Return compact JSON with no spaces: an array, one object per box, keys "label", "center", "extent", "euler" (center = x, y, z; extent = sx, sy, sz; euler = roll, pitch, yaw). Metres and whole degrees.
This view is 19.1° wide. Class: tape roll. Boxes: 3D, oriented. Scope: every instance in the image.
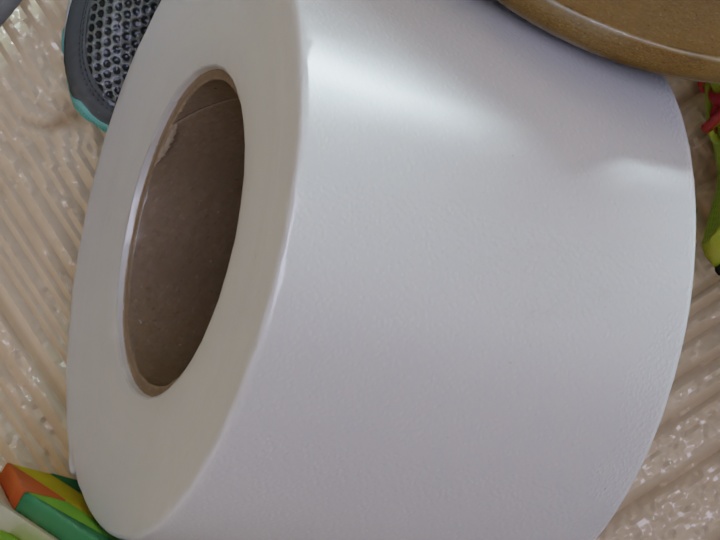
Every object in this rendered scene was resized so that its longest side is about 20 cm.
[{"label":"tape roll","center":[0.000,0.000,0.711],"extent":[0.139,0.203,0.203],"euler":[12,90,-23]}]

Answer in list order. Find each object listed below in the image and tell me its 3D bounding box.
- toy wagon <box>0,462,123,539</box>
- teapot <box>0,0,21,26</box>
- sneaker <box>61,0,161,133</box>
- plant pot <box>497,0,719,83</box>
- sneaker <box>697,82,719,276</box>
[{"label":"toy wagon","center":[-0.074,0.111,0.716],"extent":[0.155,0.200,0.040],"euler":[28,89,26]},{"label":"teapot","center":[-0.195,-0.148,0.727],"extent":[0.197,0.146,0.201],"euler":[1,92,-6]},{"label":"sneaker","center":[-0.043,-0.138,0.772],"extent":[0.077,0.091,0.200],"euler":[34,87,-5]},{"label":"plant pot","center":[0.097,-0.126,0.722],"extent":[0.199,0.200,0.028],"euler":[15,133,-7]},{"label":"sneaker","center":[0.149,-0.095,0.807],"extent":[0.090,0.078,0.201],"euler":[16,78,-7]}]
